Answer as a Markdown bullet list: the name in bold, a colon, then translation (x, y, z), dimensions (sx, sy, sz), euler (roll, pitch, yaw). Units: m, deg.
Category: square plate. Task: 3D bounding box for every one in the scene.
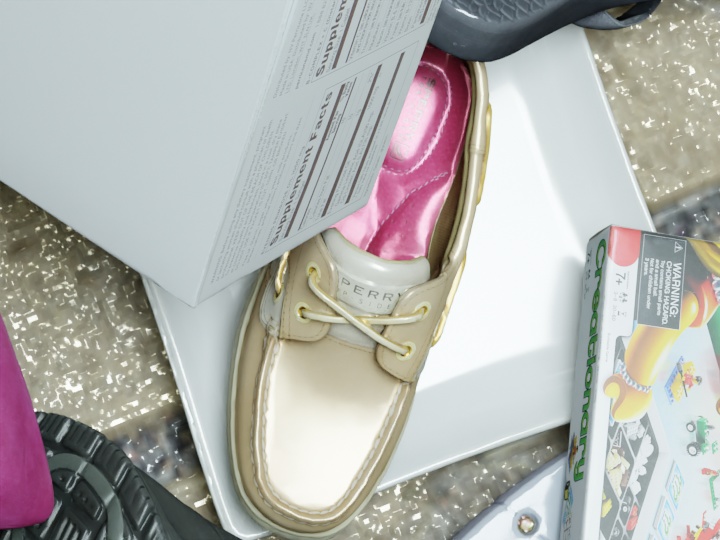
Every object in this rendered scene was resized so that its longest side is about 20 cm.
- **square plate**: translation (0.009, -0.020, 0.978), dimensions (0.199, 0.028, 0.199), euler (-19, 86, -10)

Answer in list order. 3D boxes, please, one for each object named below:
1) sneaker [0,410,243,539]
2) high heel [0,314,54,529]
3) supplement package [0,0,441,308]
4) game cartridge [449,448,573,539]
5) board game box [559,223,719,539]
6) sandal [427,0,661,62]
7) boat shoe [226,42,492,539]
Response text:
- **sneaker**: translation (-0.066, 0.122, 0.922), dimensions (0.200, 0.091, 0.076), euler (32, 85, 23)
- **high heel**: translation (-0.152, -0.004, 0.910), dimensions (0.096, 0.067, 0.201), euler (23, 45, -42)
- **supplement package**: translation (-0.082, -0.115, 0.845), dimensions (0.200, 0.156, 0.111), euler (33, 34, 19)
- **game cartridge**: translation (0.062, 0.172, 0.959), dimensions (0.133, 0.040, 0.200), euler (40, 79, -6)
- **board game box**: translation (0.140, 0.091, 0.947), dimensions (0.126, 0.035, 0.201), euler (9, 77, -11)
- **sandal**: translation (0.082, -0.120, 0.963), dimensions (0.200, 0.043, 0.076), euler (-19, 61, -39)
- **boat shoe**: translation (0.000, 0.000, 0.924), dimensions (0.073, 0.069, 0.201), euler (16, 81, -6)
